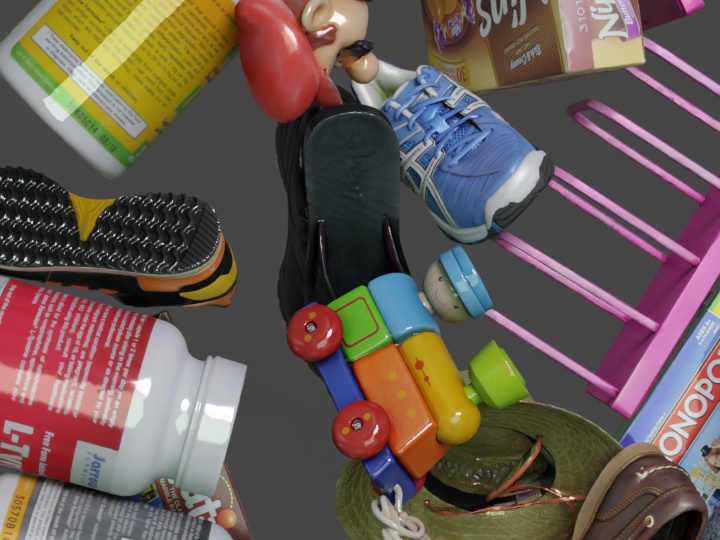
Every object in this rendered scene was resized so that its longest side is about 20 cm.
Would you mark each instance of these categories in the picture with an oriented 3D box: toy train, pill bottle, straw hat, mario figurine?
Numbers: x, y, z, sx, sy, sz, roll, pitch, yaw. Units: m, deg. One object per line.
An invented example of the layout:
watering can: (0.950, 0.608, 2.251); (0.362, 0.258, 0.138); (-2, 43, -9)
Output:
toy train: (0.047, 0.085, 1.157); (0.115, 0.085, 0.201); (-30, 57, 5)
pill bottle: (-0.176, 0.074, 1.262); (0.198, 0.112, 0.113); (15, 92, -3)
straw hat: (0.078, 0.112, 1.305); (0.199, 0.202, 0.086); (0, 49, -3)
pill bottle: (-0.143, 0.203, 1.269); (0.198, 0.116, 0.117); (16, 92, -3)
pill bottle: (-0.124, -0.164, 1.272); (0.111, 0.111, 0.200); (44, 90, -4)
mario figurine: (0.007, -0.170, 1.238); (0.106, 0.123, 0.201); (31, 83, 23)

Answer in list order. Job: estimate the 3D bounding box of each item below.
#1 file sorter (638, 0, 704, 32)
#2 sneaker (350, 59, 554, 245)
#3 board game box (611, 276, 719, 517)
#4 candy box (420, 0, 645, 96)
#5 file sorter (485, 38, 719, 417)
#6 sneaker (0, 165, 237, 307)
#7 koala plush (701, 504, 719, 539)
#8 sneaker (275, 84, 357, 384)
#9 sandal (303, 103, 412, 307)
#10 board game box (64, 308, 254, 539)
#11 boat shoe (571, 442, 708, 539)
file sorter: (0.195, -0.271, 1.273); (0.125, 0.139, 0.201); (-28, 94, -3)
sneaker: (0.048, -0.075, 1.238); (0.076, 0.200, 0.077); (-46, 118, -6)
board game box: (0.253, 0.102, 1.349); (0.134, 0.029, 0.201); (34, 90, -5)
candy box: (0.097, -0.170, 1.239); (0.056, 0.200, 0.118); (-9, 94, -19)
file sorter: (0.161, -0.031, 1.277); (0.125, 0.139, 0.201); (32, 91, -1)
sneaker: (-0.172, -0.008, 1.299); (0.198, 0.090, 0.070); (7, 62, 19)
koala plush: (0.271, 0.161, 1.264); (0.184, 0.177, 0.200); (42, 90, 7)
sneaker: (-0.019, -0.018, 1.297); (0.075, 0.091, 0.202); (-10, 95, -5)
sandal: (-0.001, 0.000, 1.241); (0.075, 0.048, 0.202); (-11, 117, -3)
board game box: (-0.138, 0.137, 1.333); (0.102, 0.019, 0.201); (-21, 94, -3)
boat shoe: (0.150, 0.206, 1.256); (0.070, 0.070, 0.201); (6, 116, -33)
